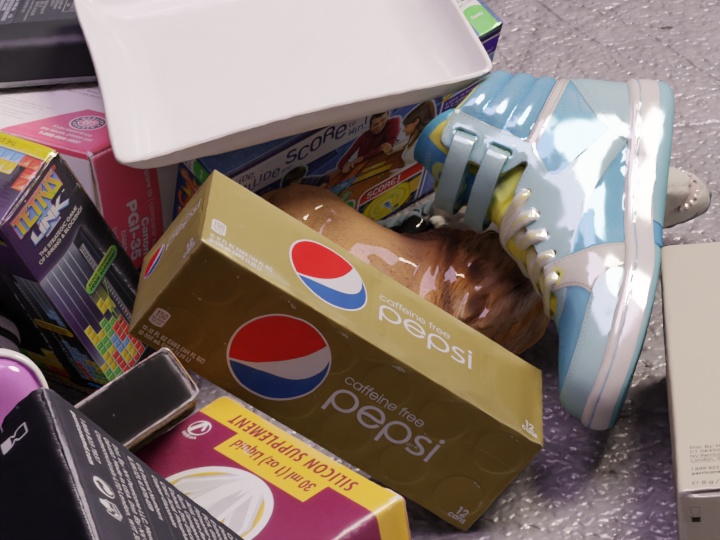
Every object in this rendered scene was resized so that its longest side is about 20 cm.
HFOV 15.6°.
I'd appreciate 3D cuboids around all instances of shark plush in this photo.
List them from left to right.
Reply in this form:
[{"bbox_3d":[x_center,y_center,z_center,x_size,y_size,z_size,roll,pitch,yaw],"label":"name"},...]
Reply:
[{"bbox_3d":[0.090,-0.022,1.452,0.199,0.091,0.083,-22,-12,26],"label":"shark plush"}]

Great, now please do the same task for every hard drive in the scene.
[{"bbox_3d":[-0.164,-0.145,1.540,0.199,0.033,0.140,-4,23,4],"label":"hard drive"}]

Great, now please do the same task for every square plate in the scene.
[{"bbox_3d":[-0.046,-0.120,1.403,0.197,0.029,0.200,-14,34,-5],"label":"square plate"}]

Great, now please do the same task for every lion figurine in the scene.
[{"bbox_3d":[0.000,0.000,1.374,0.200,0.073,0.123,30,68,4],"label":"lion figurine"}]

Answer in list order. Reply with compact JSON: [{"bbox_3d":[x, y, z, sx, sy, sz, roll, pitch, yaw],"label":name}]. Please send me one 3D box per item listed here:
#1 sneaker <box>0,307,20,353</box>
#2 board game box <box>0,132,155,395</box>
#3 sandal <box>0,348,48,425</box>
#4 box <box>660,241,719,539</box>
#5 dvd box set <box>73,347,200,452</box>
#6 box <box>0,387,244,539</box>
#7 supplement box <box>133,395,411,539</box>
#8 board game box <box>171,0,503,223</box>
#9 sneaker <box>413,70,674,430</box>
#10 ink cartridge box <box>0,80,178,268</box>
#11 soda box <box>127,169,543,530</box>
[{"bbox_3d":[-0.284,0.045,1.376,0.199,0.116,0.075,22,46,-4],"label":"sneaker"},{"bbox_3d":[-0.212,-0.016,1.406,0.199,0.165,0.057,17,63,36],"label":"board game box"},{"bbox_3d":[-0.245,0.108,1.310,0.202,0.083,0.050,-26,16,-3],"label":"sandal"},{"bbox_3d":[0.182,0.072,1.256,0.068,0.082,0.200,-4,35,7],"label":"box"},{"bbox_3d":[-0.142,0.091,1.220,0.146,0.029,0.200,-34,-2,-6],"label":"dvd box set"},{"bbox_3d":[-0.109,0.187,0.985,0.197,0.200,0.118,-44,34,8],"label":"box"},{"bbox_3d":[-0.087,0.162,1.168,0.200,0.104,0.131,-33,41,-31],"label":"supplement box"},{"bbox_3d":[-0.016,-0.064,1.459,0.200,0.136,0.034,-30,64,-27],"label":"board game box"},{"bbox_3d":[0.085,-0.016,1.322,0.130,0.080,0.201,10,56,0],"label":"sneaker"},{"bbox_3d":[-0.129,-0.076,1.521,0.146,0.083,0.200,15,30,39],"label":"ink cartridge box"},{"bbox_3d":[-0.009,0.040,1.261,0.200,0.068,0.064,31,30,-17],"label":"soda box"}]
